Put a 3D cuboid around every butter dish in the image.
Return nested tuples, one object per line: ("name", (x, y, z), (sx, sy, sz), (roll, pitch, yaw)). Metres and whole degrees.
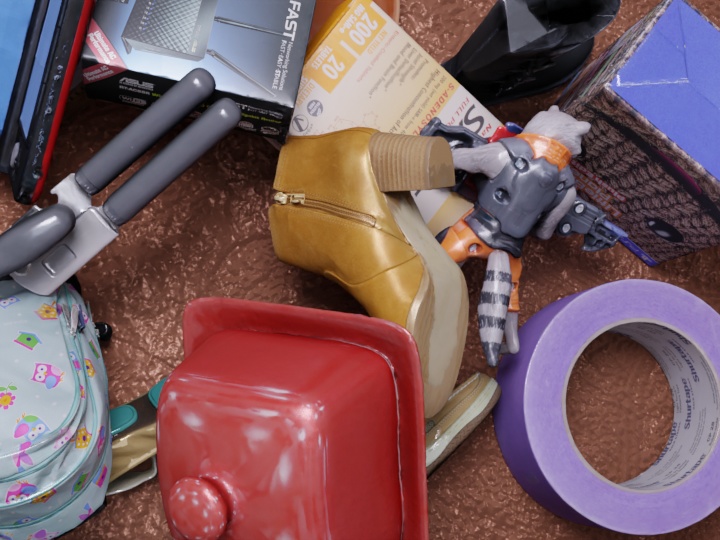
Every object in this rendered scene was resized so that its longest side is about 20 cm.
("butter dish", (-0.067, 0.133, 0.722), (0.198, 0.148, 0.201), (6, 106, 30))

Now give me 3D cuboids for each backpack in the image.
("backpack", (-0.251, 0.090, 0.761), (0.166, 0.127, 0.200), (-21, 51, -9))

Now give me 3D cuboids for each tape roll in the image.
("tape roll", (0.215, 0.111, 0.898), (0.199, 0.085, 0.201), (2, 81, -11))

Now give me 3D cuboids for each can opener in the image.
("can opener", (-0.165, -0.053, 0.729), (0.200, 0.066, 0.053), (-39, 103, 6))

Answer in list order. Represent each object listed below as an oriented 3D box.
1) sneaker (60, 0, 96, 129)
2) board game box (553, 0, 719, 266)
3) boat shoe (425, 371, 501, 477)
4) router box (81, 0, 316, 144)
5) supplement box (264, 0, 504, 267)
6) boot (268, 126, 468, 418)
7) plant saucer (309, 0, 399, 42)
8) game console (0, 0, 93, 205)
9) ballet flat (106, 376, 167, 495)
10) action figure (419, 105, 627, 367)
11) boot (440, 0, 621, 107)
("sneaker", (-0.223, -0.198, 0.854), (0.200, 0.071, 0.113), (-38, 90, 3))
("board game box", (0.241, -0.102, 0.873), (0.159, 0.200, 0.097), (39, 78, -2))
("boat shoe", (0.023, 0.141, 0.869), (0.200, 0.072, 0.076), (-42, 78, -14))
("router box", (-0.105, -0.207, 0.794), (0.149, 0.062, 0.201), (12, 72, -7))
("supplement box", (0.027, -0.104, 0.879), (0.200, 0.073, 0.126), (40, 79, -15))
("boot", (0.000, -0.001, 0.785), (0.071, 0.143, 0.203), (-3, 92, -53))
("plant saucer", (-0.067, -0.225, 0.922), (0.199, 0.032, 0.202), (2, 82, -11))
("game console", (-0.265, -0.168, 0.771), (0.118, 0.172, 0.201), (13, 102, -23))
("ballet flat", (-0.157, 0.123, 0.847), (0.199, 0.069, 0.063), (-25, 115, -11))
("action figure", (0.129, -0.027, 0.828), (0.199, 0.105, 0.194), (17, 98, -21))
("boot", (0.151, -0.190, 0.870), (0.164, 0.200, 0.066), (-29, 88, -13))
